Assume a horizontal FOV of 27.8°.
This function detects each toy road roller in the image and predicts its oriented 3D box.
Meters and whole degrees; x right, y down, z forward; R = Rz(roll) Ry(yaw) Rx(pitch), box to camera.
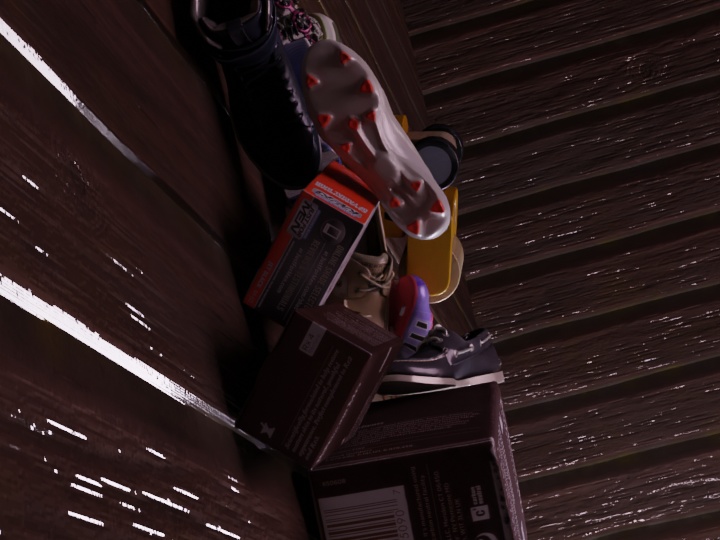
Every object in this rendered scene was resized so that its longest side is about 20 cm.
[{"bbox_3d":[0.041,-0.071,1.616,0.123,0.144,0.202,-64,153,-74],"label":"toy road roller"}]

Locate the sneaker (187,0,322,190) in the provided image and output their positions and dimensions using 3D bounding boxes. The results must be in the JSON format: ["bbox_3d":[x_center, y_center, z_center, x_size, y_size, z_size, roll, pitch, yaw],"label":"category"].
[{"bbox_3d":[-0.091,-0.168,1.265,0.146,0.076,0.204,166,-98,-90],"label":"sneaker"}]

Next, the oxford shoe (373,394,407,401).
[{"bbox_3d":[0.013,0.125,1.490,0.200,0.073,0.072,10,65,-81],"label":"oxford shoe"}]

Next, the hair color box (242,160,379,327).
[{"bbox_3d":[-0.037,-0.024,1.275,0.064,0.112,0.200,29,12,-1],"label":"hair color box"}]

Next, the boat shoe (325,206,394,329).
[{"bbox_3d":[0.000,0.000,1.523,0.065,0.071,0.203,-13,-98,58],"label":"boat shoe"}]

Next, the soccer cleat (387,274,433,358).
[{"bbox_3d":[0.054,0.077,1.597,0.201,0.076,0.067,107,-22,-45],"label":"soccer cleat"}]

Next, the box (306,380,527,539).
[{"bbox_3d":[0.057,0.212,1.296,0.200,0.162,0.168,-58,137,-78],"label":"box"}]

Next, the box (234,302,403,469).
[{"bbox_3d":[-0.028,0.086,1.151,0.101,0.074,0.200,-62,171,5],"label":"box"}]

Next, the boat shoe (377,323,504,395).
[{"bbox_3d":[0.071,0.085,1.404,0.199,0.072,0.064,3,78,-54],"label":"boat shoe"}]

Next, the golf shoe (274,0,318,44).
[{"bbox_3d":[-0.076,-0.203,1.546,0.092,0.072,0.201,-23,-85,55],"label":"golf shoe"}]

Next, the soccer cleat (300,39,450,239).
[{"bbox_3d":[0.011,-0.113,1.287,0.201,0.069,0.078,56,6,-6],"label":"soccer cleat"}]

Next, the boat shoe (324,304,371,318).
[{"bbox_3d":[-0.024,0.068,1.352,0.200,0.072,0.063,-70,147,-74],"label":"boat shoe"}]

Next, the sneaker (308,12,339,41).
[{"bbox_3d":[-0.068,-0.213,1.637,0.088,0.077,0.202,21,49,-47],"label":"sneaker"}]

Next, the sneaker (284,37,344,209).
[{"bbox_3d":[-0.060,-0.120,1.466,0.115,0.080,0.201,87,-13,-71],"label":"sneaker"}]
